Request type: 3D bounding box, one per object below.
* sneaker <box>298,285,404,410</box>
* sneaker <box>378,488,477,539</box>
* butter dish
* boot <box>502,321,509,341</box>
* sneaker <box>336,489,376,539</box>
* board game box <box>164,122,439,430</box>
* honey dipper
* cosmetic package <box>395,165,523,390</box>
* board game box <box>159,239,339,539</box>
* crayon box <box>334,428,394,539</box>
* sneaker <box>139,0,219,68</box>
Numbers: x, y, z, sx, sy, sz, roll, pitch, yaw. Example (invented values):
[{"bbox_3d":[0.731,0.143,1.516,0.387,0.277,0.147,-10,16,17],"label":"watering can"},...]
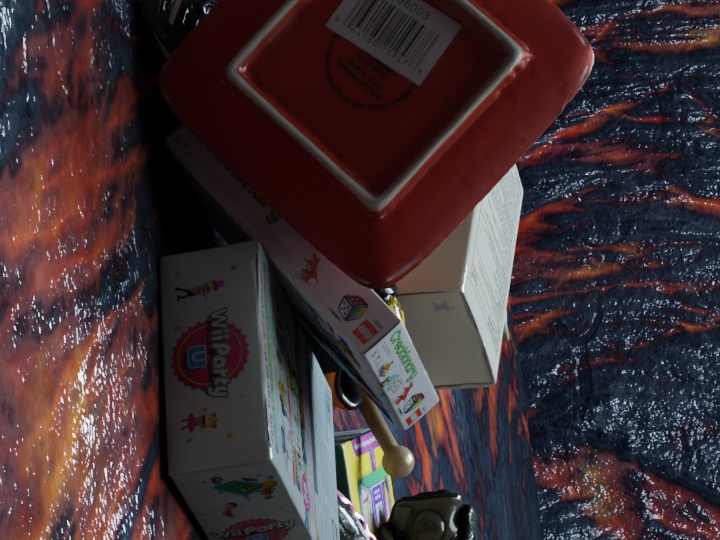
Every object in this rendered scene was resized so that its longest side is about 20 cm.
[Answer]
[{"bbox_3d":[0.000,0.000,1.511,0.070,0.090,0.200,-36,152,-62],"label":"sneaker"},{"bbox_3d":[0.053,0.231,1.574,0.200,0.076,0.114,-94,170,-46],"label":"sneaker"},{"bbox_3d":[0.015,-0.106,1.383,0.200,0.200,0.148,42,-3,14],"label":"butter dish"},{"bbox_3d":[0.044,-0.028,1.889,0.072,0.154,0.201,44,37,-76],"label":"boot"},{"bbox_3d":[-0.030,0.231,1.453,0.095,0.079,0.201,2,77,-70],"label":"sneaker"},{"bbox_3d":[-0.036,0.001,1.404,0.200,0.035,0.126,46,-8,26],"label":"board game box"},{"bbox_3d":[-0.006,0.082,1.627,0.200,0.038,0.038,-120,-170,-48],"label":"honey dipper"},{"bbox_3d":[0.057,-0.019,1.644,0.200,0.087,0.104,-78,156,-45],"label":"cosmetic package"},{"bbox_3d":[-0.063,0.097,1.374,0.200,0.064,0.148,70,13,-57],"label":"board game box"},{"bbox_3d":[-0.010,0.205,1.617,0.200,0.058,0.173,5,77,-82],"label":"crayon box"},{"bbox_3d":[-0.087,-0.117,1.453,0.200,0.079,0.074,43,58,-52],"label":"sneaker"}]
